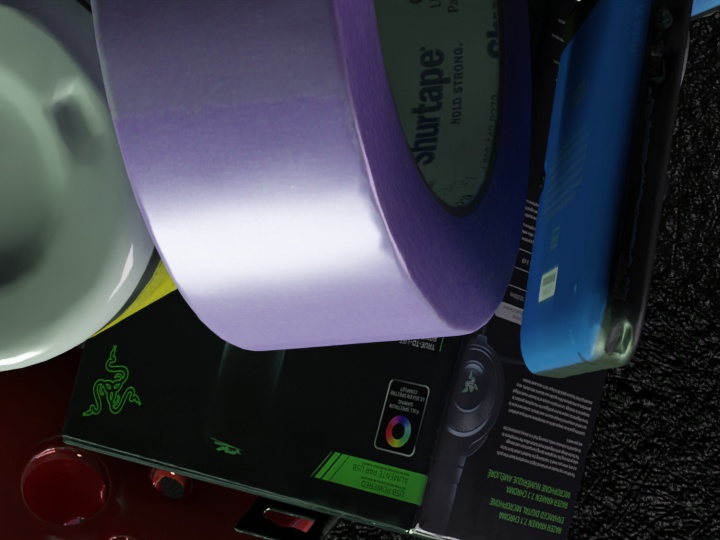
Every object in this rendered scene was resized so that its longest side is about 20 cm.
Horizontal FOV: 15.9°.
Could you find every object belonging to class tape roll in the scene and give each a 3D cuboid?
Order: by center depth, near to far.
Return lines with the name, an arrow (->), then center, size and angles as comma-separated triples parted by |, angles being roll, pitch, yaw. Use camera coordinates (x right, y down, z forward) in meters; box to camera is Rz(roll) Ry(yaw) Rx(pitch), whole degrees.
tape roll -> -0.008, -0.081, 0.718 | 0.065, 0.202, 0.200 | -4, -170, 18

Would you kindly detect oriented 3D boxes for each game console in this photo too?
game console -> 0.120, -0.049, 0.740 | 0.200, 0.117, 0.172 | 100, -2, -86

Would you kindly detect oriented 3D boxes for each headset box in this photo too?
headset box -> 0.000, 0.000, 0.917 | 0.093, 0.173, 0.201 | 19, 84, -50

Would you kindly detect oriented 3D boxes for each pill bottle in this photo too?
pill bottle -> -0.082, -0.045, 0.792 | 0.114, 0.114, 0.200 | -51, 175, 19

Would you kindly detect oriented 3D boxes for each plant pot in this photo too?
plant pot -> -0.142, 0.117, 1.053 | 0.201, 0.182, 0.200 | -48, 175, -6

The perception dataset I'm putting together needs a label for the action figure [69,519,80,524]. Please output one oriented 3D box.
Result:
action figure -> -0.190, 0.157, 1.211 | 0.149, 0.134, 0.200 | -53, 176, 26
